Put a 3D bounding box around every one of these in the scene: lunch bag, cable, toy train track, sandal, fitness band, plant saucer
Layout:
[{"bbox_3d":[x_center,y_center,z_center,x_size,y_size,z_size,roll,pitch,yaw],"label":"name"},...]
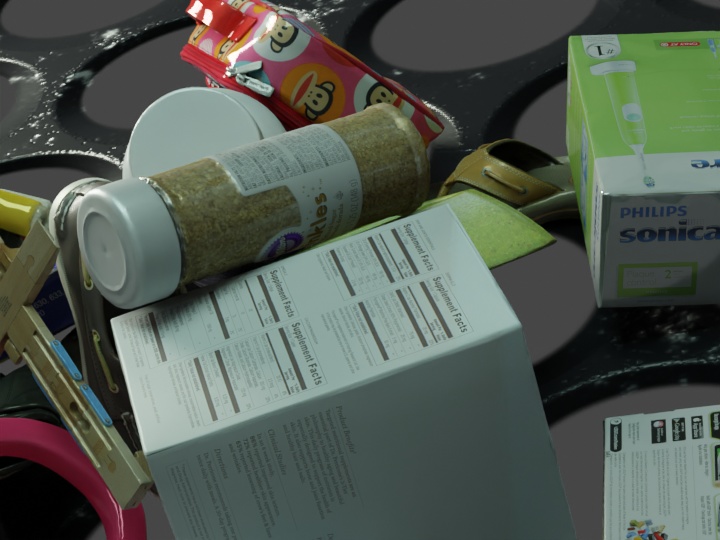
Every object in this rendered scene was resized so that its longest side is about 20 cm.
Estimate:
[{"bbox_3d":[-0.046,-0.133,1.576,0.082,0.176,0.200,-55,20,1],"label":"lunch bag"},{"bbox_3d":[-0.267,-0.047,1.392,0.097,0.200,0.050,129,165,-77],"label":"cable"},{"bbox_3d":[-0.167,0.049,1.277,0.032,0.115,0.200,-6,50,-47],"label":"toy train track"},{"bbox_3d":[0.107,-0.061,1.523,0.199,0.054,0.080,-12,29,8],"label":"sandal"},{"bbox_3d":[-0.205,0.165,1.242,0.143,0.037,0.200,35,48,9],"label":"fitness band"},{"bbox_3d":[0.000,0.000,1.392,0.199,0.048,0.200,-22,3,-9],"label":"plant saucer"}]

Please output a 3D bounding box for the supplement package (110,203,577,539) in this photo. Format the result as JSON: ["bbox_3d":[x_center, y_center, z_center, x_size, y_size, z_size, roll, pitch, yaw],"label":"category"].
[{"bbox_3d":[-0.010,0.088,1.224,0.200,0.152,0.151,-19,29,-4],"label":"supplement package"}]

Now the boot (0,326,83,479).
[{"bbox_3d":[-0.184,0.086,1.372,0.200,0.068,0.131,-27,11,-2],"label":"boot"}]

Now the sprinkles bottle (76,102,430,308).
[{"bbox_3d":[-0.057,-0.038,1.269,0.200,0.068,0.068,-20,27,-32],"label":"sprinkles bottle"}]

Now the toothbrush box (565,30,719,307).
[{"bbox_3d":[0.209,-0.067,1.414,0.145,0.086,0.200,-2,32,-1],"label":"toothbrush box"}]

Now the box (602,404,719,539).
[{"bbox_3d":[0.164,0.128,1.020,0.110,0.035,0.200,-7,29,11],"label":"box"}]

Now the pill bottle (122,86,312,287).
[{"bbox_3d":[-0.090,-0.053,1.453,0.111,0.111,0.200,-15,-11,2],"label":"pill bottle"}]

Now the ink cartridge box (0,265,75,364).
[{"bbox_3d":[-0.226,0.036,1.427,0.197,0.047,0.200,-27,7,3],"label":"ink cartridge box"}]

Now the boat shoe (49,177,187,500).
[{"bbox_3d":[-0.123,0.044,1.304,0.072,0.201,0.059,-20,11,-21],"label":"boat shoe"}]
